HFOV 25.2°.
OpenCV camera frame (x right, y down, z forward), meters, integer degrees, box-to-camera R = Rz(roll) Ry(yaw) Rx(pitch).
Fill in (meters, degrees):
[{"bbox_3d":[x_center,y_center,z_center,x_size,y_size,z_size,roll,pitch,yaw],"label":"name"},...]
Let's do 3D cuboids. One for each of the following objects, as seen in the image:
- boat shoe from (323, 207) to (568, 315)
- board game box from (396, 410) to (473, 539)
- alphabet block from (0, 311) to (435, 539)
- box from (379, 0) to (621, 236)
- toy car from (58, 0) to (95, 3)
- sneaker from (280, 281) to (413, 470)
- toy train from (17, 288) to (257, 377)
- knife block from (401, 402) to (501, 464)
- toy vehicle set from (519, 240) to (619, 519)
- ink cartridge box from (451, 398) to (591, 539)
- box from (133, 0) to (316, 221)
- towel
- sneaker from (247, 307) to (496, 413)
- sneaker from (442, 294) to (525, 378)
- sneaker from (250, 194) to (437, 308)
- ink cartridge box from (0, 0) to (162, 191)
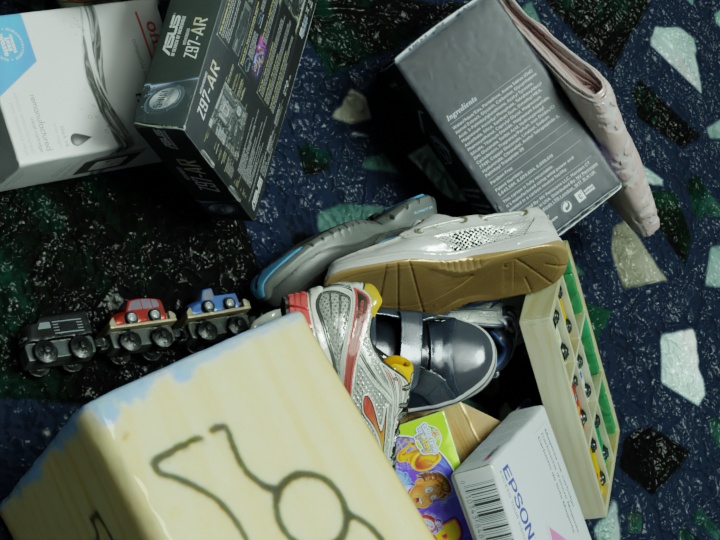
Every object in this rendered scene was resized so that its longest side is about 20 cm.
[{"bbox_3d":[0.062,-0.010,1.284,0.197,0.071,0.070,-8,47,-11],"label":"boat shoe"},{"bbox_3d":[0.029,0.223,1.227,0.133,0.045,0.202,-17,86,-7],"label":"board game box"},{"bbox_3d":[-0.097,0.179,1.088,0.194,0.196,0.201,-23,76,-36],"label":"alphabet block"},{"bbox_3d":[0.116,-0.125,1.382,0.104,0.148,0.201,-35,97,-1],"label":"box"},{"bbox_3d":[-0.169,-0.280,1.251,0.199,0.163,0.160,-1,102,-53],"label":"toy car"},{"bbox_3d":[0.008,0.104,1.160,0.081,0.078,0.202,-18,103,-5],"label":"sneaker"},{"bbox_3d":[-0.166,0.044,1.213,0.198,0.034,0.046,-7,64,-36],"label":"toy train"},{"bbox_3d":[0.061,0.195,1.294,0.199,0.064,0.177,28,58,-24],"label":"knife block"},{"bbox_3d":[0.179,0.092,1.358,0.125,0.026,0.202,-67,143,-56],"label":"toy vehicle set"},{"bbox_3d":[0.150,0.215,1.267,0.200,0.043,0.199,-30,101,-62],"label":"ink cartridge box"},{"bbox_3d":[-0.097,-0.161,1.222,0.160,0.043,0.202,54,47,-63],"label":"box"},{"bbox_3d":[0.184,-0.143,1.406,0.192,0.032,0.200,54,0,40],"label":"towel"},{"bbox_3d":[0.006,0.065,1.230,0.197,0.080,0.079,-3,70,4],"label":"sneaker"},{"bbox_3d":[0.102,0.057,1.343,0.198,0.085,0.078,-14,118,-39],"label":"sneaker"},{"bbox_3d":[0.000,0.000,1.319,0.199,0.073,0.083,-21,91,-36],"label":"sneaker"},{"bbox_3d":[-0.202,-0.139,1.232,0.198,0.066,0.117,-15,82,-38],"label":"ink cartridge box"}]
